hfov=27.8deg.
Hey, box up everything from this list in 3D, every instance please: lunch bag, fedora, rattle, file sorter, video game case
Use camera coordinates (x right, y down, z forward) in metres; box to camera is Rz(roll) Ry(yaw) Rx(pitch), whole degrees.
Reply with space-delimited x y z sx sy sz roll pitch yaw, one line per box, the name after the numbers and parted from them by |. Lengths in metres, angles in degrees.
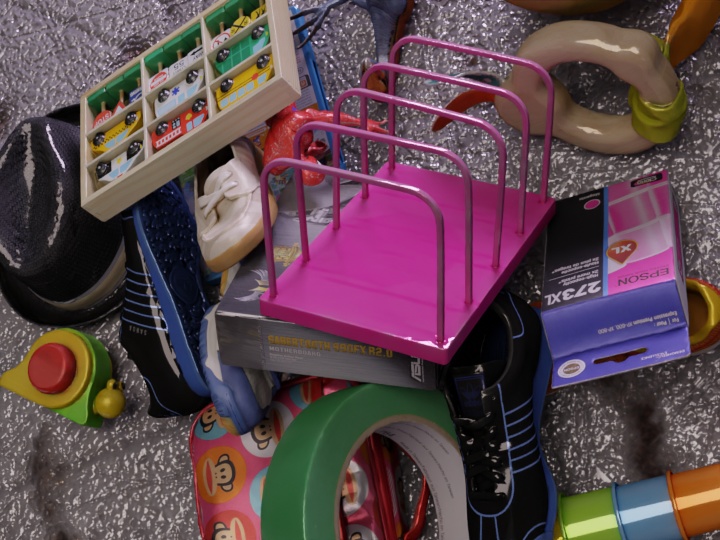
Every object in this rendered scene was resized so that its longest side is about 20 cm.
-0.031 0.182 1.094 0.174 0.082 0.202 -16 71 13 | lunch bag
-0.259 -0.056 1.231 0.198 0.092 0.203 -5 76 20 | fedora
0.156 -0.168 1.097 0.199 0.130 0.144 1 71 42 | rattle
0.036 -0.058 0.985 0.138 0.200 0.127 14 127 23 | file sorter
-0.089 -0.105 1.217 0.142 0.018 0.202 -21 70 16 | video game case

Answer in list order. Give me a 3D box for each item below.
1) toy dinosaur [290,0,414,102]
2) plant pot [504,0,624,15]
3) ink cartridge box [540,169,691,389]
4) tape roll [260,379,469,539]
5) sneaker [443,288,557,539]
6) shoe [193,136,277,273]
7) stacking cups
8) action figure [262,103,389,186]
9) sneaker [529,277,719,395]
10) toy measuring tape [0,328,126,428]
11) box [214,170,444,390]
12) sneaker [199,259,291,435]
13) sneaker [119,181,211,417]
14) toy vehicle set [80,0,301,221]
0.028 -0.234 1.165 0.198 0.105 0.183 -18 96 -3 | toy dinosaur
0.161 -0.270 1.086 0.198 0.142 0.202 -6 75 21 | plant pot
0.175 0.002 1.007 0.094 0.037 0.201 -15 30 18 | ink cartridge box
0.022 0.177 1.004 0.048 0.199 0.203 -17 69 44 | tape roll
0.089 0.112 0.997 0.070 0.078 0.202 -11 68 39 | sneaker
-0.105 -0.058 1.105 0.070 0.200 0.053 -42 111 12 | shoe
0.203 0.171 1.016 0.198 0.060 0.061 -15 72 13 | stacking cups
-0.048 -0.133 1.160 0.066 0.098 0.201 -59 38 33 | action figure
0.165 0.041 1.047 0.198 0.077 0.074 -18 73 19 | sneaker
-0.273 0.071 1.222 0.198 0.074 0.074 21 86 25 | toy measuring tape
0.000 0.000 1.060 0.157 0.049 0.201 6 35 14 | box
-0.065 0.042 1.094 0.087 0.076 0.201 -11 33 11 | sneaker
-0.166 0.020 1.175 0.078 0.070 0.202 -28 71 31 | sneaker
-0.138 -0.136 1.139 0.199 0.026 0.125 -30 47 21 | toy vehicle set
